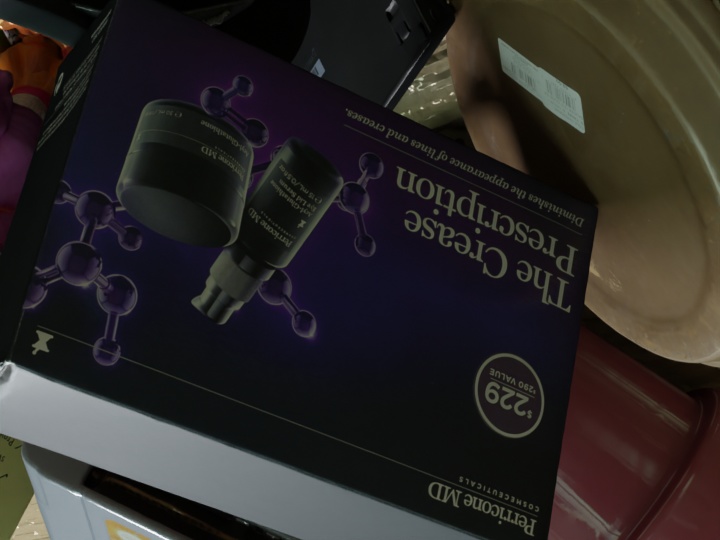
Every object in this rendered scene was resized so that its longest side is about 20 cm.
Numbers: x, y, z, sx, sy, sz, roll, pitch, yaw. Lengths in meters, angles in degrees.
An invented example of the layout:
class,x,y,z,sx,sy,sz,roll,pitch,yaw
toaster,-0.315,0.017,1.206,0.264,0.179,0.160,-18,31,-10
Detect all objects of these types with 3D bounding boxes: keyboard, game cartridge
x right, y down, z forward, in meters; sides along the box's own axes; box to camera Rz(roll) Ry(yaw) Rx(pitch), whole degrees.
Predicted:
class,x,y,z,sx,sy,sz,roll,pitch,yaw
keyboard,-0.005,-0.060,0.712,0.128,0.020,0.200,64,151,15
game cartridge,-0.073,0.152,0.821,0.198,0.042,0.134,23,144,16

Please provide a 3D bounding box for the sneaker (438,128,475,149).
class,x,y,z,sx,sy,sz,roll,pitch,yaw
sneaker,0.000,0.000,0.799,0.070,0.076,0.200,32,147,-12

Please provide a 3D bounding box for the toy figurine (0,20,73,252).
class,x,y,z,sx,sy,sz,roll,pitch,yaw
toy figurine,-0.125,-0.046,0.659,0.148,0.185,0.202,6,122,7

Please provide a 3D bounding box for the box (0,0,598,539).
class,x,y,z,sx,sy,sz,roll,pitch,yaw
box,-0.024,0.012,0.584,0.198,0.143,0.079,22,156,-21

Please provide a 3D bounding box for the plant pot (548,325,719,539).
class,x,y,z,sx,sy,sz,roll,pitch,yaw
plant pot,0.079,0.103,0.807,0.179,0.200,0.200,43,147,-1

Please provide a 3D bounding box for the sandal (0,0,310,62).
class,x,y,z,sx,sy,sz,roll,pitch,yaw
sandal,-0.083,-0.110,0.612,0.043,0.077,0.199,-16,167,37

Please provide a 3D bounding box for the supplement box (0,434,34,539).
class,x,y,z,sx,sy,sz,roll,pitch,yaw
supplement box,-0.266,0.050,0.936,0.199,0.201,0.134,36,147,-17

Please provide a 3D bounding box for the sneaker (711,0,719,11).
class,x,y,z,sx,sy,sz,roll,pitch,yaw
sneaker,0.137,-0.050,0.652,0.089,0.067,0.200,35,149,2

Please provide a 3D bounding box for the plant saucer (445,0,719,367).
class,x,y,z,sx,sy,sz,roll,pitch,yaw
plant saucer,0.093,-0.045,0.619,0.201,0.029,0.201,51,163,23
